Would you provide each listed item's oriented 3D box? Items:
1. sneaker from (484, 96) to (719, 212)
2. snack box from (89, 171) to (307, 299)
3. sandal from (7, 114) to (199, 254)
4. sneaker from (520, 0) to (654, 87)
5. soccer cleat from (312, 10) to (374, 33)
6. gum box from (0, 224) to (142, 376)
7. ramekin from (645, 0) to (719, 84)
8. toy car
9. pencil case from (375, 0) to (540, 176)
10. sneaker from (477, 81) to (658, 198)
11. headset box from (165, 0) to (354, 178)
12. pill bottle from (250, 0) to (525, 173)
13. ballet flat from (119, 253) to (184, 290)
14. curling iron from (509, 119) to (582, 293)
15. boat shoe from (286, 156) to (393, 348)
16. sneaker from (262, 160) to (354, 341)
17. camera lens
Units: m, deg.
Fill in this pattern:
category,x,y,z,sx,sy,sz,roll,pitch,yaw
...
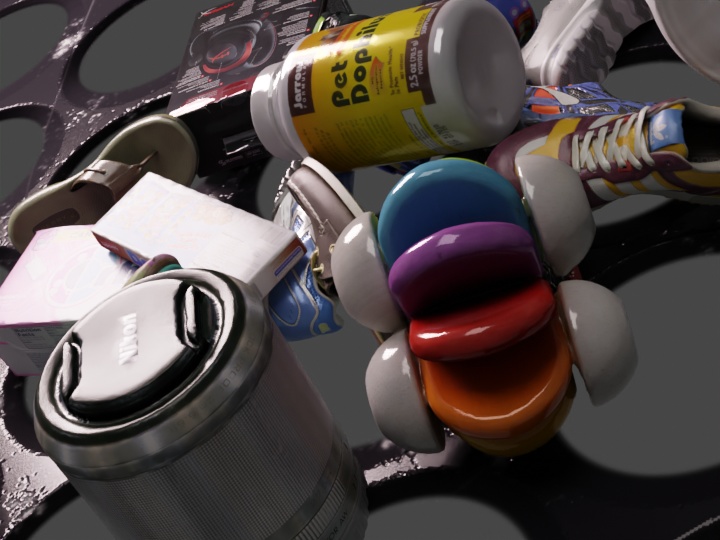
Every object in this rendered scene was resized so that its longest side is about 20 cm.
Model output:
category,x,y,z,sx,sy,sz,roll,pitch,yaw
sneaker,0.184,-0.084,1.084,0.199,0.090,0.075,-6,72,0
snack box,-0.129,-0.024,1.232,0.200,0.024,0.072,23,63,46
sandal,-0.227,-0.063,1.417,0.201,0.080,0.057,-32,16,13
sneaker,0.191,-0.224,1.318,0.082,0.075,0.200,15,56,43
soccer cleat,-0.010,-0.189,1.349,0.081,0.200,0.068,27,101,10
gum box,-0.212,0.023,1.312,0.199,0.066,0.114,-4,44,31
ramekin,0.294,-0.239,1.172,0.202,0.203,0.094,-29,22,2
toy car,0.072,0.016,1.005,0.174,0.150,0.201,-18,76,9
pencil case,0.069,-0.163,1.330,0.078,0.087,0.200,28,63,22
sneaker,0.153,-0.111,1.225,0.200,0.076,0.078,25,53,40
headset box,-0.089,-0.178,1.462,0.148,0.075,0.200,-16,38,19
pill bottle,0.015,-0.133,1.184,0.199,0.109,0.109,-8,41,39
ballet flat,-0.157,0.074,1.106,0.071,0.201,0.069,25,35,38
curling iron,0.123,-0.049,1.138,0.026,0.049,0.201,-50,40,47
boat shoe,0.000,0.000,1.145,0.059,0.072,0.200,-39,64,-1
sneaker,-0.029,-0.022,1.243,0.077,0.076,0.201,-2,53,25
camera lens,-0.099,0.111,1.009,0.159,0.200,0.160,-19,37,15
